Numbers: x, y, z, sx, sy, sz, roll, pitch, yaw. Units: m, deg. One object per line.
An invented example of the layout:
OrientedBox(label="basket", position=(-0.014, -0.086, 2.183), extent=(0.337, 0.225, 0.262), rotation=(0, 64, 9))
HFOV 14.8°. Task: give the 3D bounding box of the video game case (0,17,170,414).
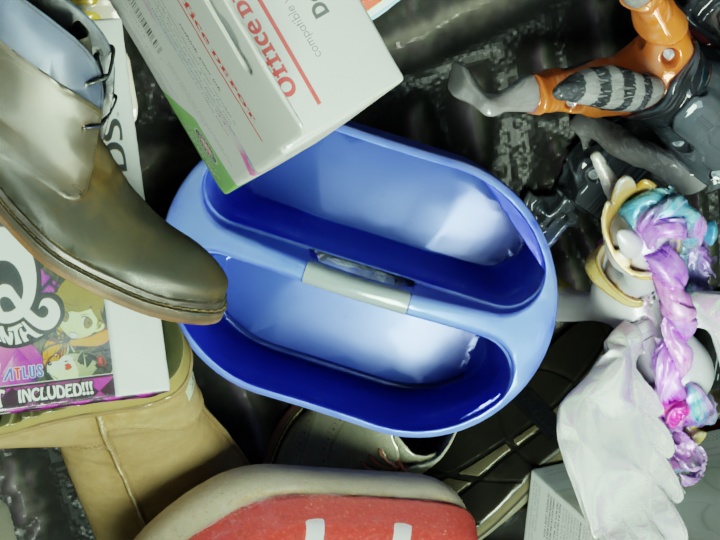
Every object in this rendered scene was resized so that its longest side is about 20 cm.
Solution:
OrientedBox(label="video game case", position=(-0.195, -0.020, 1.285), extent=(0.199, 0.036, 0.182), rotation=(-5, 85, -23))

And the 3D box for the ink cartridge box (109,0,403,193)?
OrientedBox(label="ink cartridge box", position=(-0.047, -0.109, 1.244), extent=(0.067, 0.200, 0.117), rotation=(-31, 93, -13))

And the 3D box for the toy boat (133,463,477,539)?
OrientedBox(label="toy boat", position=(-0.027, 0.181, 1.427), extent=(0.199, 0.131, 0.131), rotation=(5, 140, -32))

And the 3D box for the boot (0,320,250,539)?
OrientedBox(label="boot", position=(-0.146, 0.098, 1.430), extent=(0.174, 0.066, 0.200), rotation=(-2, 150, 9))

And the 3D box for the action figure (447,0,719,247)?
OrientedBox(label="action figure", position=(0.140, -0.072, 1.424), extent=(0.193, 0.105, 0.200), rotation=(21, 115, -34))

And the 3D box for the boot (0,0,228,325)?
OrientedBox(label="boot", position=(-0.125, -0.058, 1.239), extent=(0.200, 0.075, 0.097), rotation=(32, 109, -15))

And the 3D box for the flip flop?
OrientedBox(label="flip flop", position=(0.095, 0.096, 1.533), extent=(0.200, 0.081, 0.058), rotation=(-39, 137, 1))

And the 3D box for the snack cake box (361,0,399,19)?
OrientedBox(label="snack cake box", position=(0.043, -0.225, 1.334), extent=(0.200, 0.067, 0.115), rotation=(-34, 124, 4))

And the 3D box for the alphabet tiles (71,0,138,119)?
OrientedBox(label="alphabet tiles", position=(-0.212, -0.095, 1.361), extent=(0.199, 0.015, 0.196), rotation=(-13, 122, -10))

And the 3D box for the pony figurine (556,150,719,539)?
OrientedBox(label="pony figurine", position=(0.152, 0.045, 1.390), extent=(0.166, 0.200, 0.194), rotation=(-26, 80, -9))

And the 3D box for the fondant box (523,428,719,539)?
OrientedBox(label="fondant box", position=(0.197, 0.160, 1.450), extent=(0.144, 0.200, 0.059), rotation=(-10, 120, -28))

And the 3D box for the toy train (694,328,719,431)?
OrientedBox(label="toy train", position=(0.200, 0.102, 1.585), extent=(0.046, 0.034, 0.201), rotation=(-2, 119, -12))

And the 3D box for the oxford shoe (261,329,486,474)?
OrientedBox(label="oxford shoe", position=(0.004, 0.093, 1.497), extent=(0.071, 0.074, 0.200), rotation=(21, 111, -26))

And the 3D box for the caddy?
OrientedBox(label="caddy", position=(0.000, 0.000, 1.387), extent=(0.199, 0.105, 0.142), rotation=(17, 101, -1))

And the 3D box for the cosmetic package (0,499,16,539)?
OrientedBox(label="cosmetic package", position=(-0.227, 0.180, 1.402), extent=(0.103, 0.200, 0.087), rotation=(-40, 121, 6))
